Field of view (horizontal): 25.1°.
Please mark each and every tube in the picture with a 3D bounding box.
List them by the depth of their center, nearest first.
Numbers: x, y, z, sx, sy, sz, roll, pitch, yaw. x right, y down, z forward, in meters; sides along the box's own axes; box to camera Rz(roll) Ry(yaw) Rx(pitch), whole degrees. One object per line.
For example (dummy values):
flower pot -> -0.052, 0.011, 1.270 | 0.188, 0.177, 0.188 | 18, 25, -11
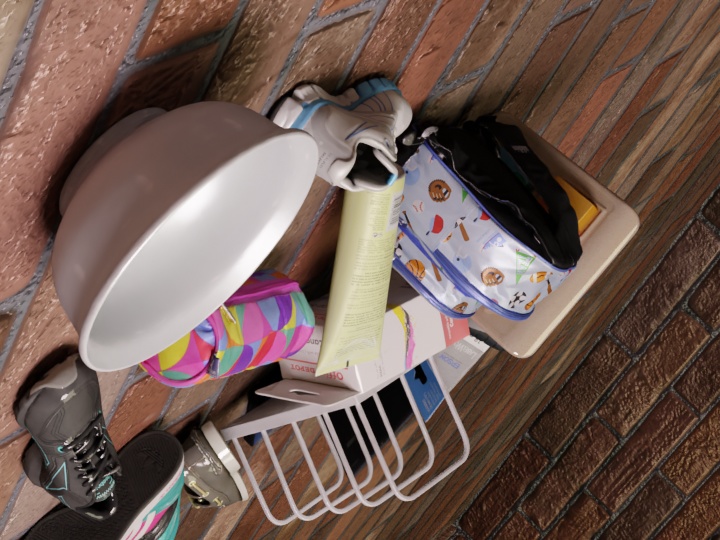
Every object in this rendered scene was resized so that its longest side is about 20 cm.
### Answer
tube -> 0.000, 0.000, 1.443 | 0.052, 0.058, 0.201 | -85, -178, -64

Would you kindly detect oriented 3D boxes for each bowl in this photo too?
bowl -> -0.127, -0.039, 1.025 | 0.201, 0.090, 0.201 | -43, 166, -13

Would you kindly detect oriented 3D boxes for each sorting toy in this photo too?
sorting toy -> 0.149, -0.041, 1.609 | 0.185, 0.200, 0.036 | -49, 151, 3

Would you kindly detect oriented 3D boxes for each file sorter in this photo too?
file sorter -> -0.012, 0.172, 1.644 | 0.199, 0.125, 0.138 | -19, -174, 42

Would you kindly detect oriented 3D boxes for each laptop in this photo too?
laptop -> 0.048, 0.134, 1.963 | 0.116, 0.201, 0.187 | 24, 116, -40

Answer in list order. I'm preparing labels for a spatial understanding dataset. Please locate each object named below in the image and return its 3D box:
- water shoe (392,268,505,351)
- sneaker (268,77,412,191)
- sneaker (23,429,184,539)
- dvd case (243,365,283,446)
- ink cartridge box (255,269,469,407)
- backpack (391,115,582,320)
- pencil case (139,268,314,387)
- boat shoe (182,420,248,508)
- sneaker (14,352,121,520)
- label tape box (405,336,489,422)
water shoe -> 0.108, 0.017, 1.691 | 0.079, 0.200, 0.071 | -55, 137, -4
sneaker -> 0.001, -0.096, 1.258 | 0.075, 0.087, 0.200 | -55, 165, 24
sneaker -> -0.239, 0.248, 1.514 | 0.200, 0.083, 0.121 | -42, 156, -22
dvd case -> -0.050, 0.103, 1.795 | 0.200, 0.018, 0.143 | -40, 164, -23
ink cartridge box -> -0.004, 0.063, 1.572 | 0.116, 0.068, 0.199 | 4, -158, 45
backpack -> 0.106, -0.039, 1.502 | 0.154, 0.190, 0.200 | -55, 163, 22
pencil case -> -0.109, 0.045, 1.330 | 0.089, 0.088, 0.200 | -51, 167, 16
boat shoe -> -0.158, 0.209, 1.665 | 0.060, 0.072, 0.202 | -33, 163, -11
sneaker -> -0.216, 0.132, 1.258 | 0.075, 0.079, 0.200 | -40, 163, -24
label tape box -> 0.093, 0.046, 1.802 | 0.200, 0.063, 0.144 | -51, -149, 15
